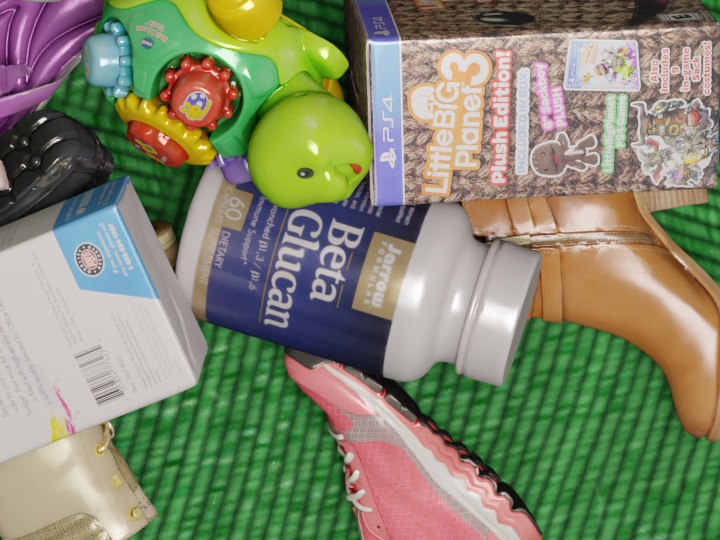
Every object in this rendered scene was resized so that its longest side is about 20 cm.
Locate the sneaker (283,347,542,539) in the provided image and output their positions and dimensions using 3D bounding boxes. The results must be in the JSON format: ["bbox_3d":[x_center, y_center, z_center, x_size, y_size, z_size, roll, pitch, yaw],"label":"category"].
[{"bbox_3d":[0.018,0.125,1.680,0.200,0.074,0.087,42,93,-11],"label":"sneaker"}]

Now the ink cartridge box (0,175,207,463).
[{"bbox_3d":[-0.201,0.041,1.567,0.199,0.068,0.116,-22,106,8],"label":"ink cartridge box"}]

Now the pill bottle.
[{"bbox_3d":[0.000,0.000,1.615,0.199,0.111,0.112,16,97,7],"label":"pill bottle"}]

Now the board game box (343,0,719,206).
[{"bbox_3d":[0.095,-0.111,1.599,0.198,0.160,0.098,-3,109,-5],"label":"board game box"}]

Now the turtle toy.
[{"bbox_3d":[-0.074,-0.101,1.538,0.199,0.146,0.101,22,74,29],"label":"turtle toy"}]

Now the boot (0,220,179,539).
[{"bbox_3d":[-0.159,0.079,1.650,0.199,0.073,0.156,-35,100,2],"label":"boot"}]

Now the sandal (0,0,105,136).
[{"bbox_3d":[-0.200,-0.132,1.624,0.203,0.050,0.082,-45,101,-1],"label":"sandal"}]

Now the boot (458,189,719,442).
[{"bbox_3d":[0.141,0.016,1.681,0.154,0.074,0.201,-11,88,-6],"label":"boot"}]

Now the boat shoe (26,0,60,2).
[{"bbox_3d":[-0.128,-0.189,1.591,0.199,0.066,0.070,3,87,-20],"label":"boat shoe"}]

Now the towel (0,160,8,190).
[{"bbox_3d":[-0.320,-0.105,1.591,0.190,0.032,0.201,-21,100,21],"label":"towel"}]

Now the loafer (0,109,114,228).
[{"bbox_3d":[-0.230,-0.016,1.630,0.200,0.070,0.068,-37,58,13],"label":"loafer"}]
